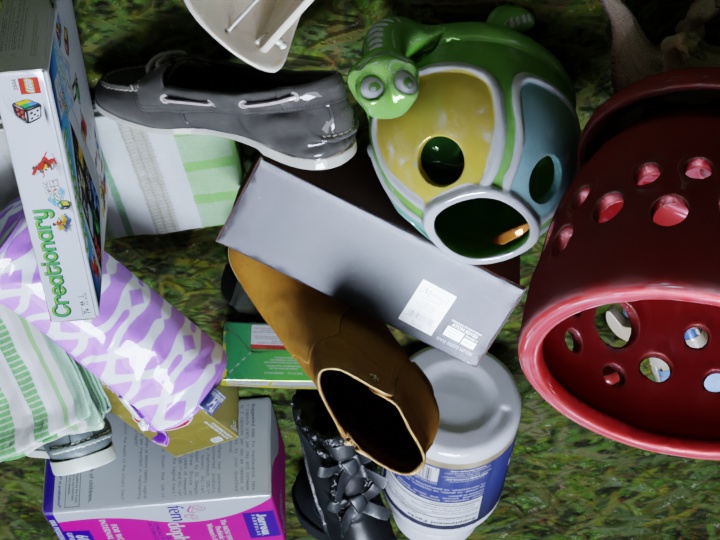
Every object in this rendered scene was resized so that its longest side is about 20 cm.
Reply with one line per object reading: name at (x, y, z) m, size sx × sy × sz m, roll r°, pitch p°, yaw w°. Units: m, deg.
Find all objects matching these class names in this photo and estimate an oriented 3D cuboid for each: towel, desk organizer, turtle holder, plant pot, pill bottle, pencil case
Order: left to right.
towel at (-0.273, 0.069, 1.277) m, size 0.023 × 0.153 × 0.200 m, roll -28°, pitch -177°, yaw -41°
pencil case at (-0.186, 0.034, 1.178) m, size 0.200 × 0.086 × 0.084 m, roll 42°, pitch 172°, yaw -19°
towel at (-0.181, -0.073, 1.185) m, size 0.199 × 0.031 × 0.149 m, roll -6°, pitch 147°, yaw 2°
desk organizer at (0.010, -0.021, 1.156) m, size 0.199 × 0.077 × 0.072 m, roll 26°, pitch 117°, yaw -8°
pill bottle at (0.073, 0.159, 1.450) m, size 0.110 × 0.111 × 0.200 m, roll 0°, pitch 145°, yaw -3°
turtle holder at (0.071, -0.090, 1.075) m, size 0.140 × 0.132 × 0.186 m, roll -5°, pitch 145°, yaw 5°
plant pot at (0.205, -0.007, 1.020) m, size 0.199 × 0.183 × 0.201 m, roll 9°, pitch 148°, yaw 6°

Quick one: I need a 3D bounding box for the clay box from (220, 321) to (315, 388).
clay box at (-0.053, 0.068, 1.317) m, size 0.114 × 0.048 × 0.200 m, roll 2°, pitch 176°, yaw -5°

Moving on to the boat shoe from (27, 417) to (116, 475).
boat shoe at (-0.244, 0.119, 1.378) m, size 0.073 × 0.062 × 0.200 m, roll -17°, pitch -171°, yaw -17°

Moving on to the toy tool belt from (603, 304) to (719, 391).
toy tool belt at (0.254, 0.036, 1.302) m, size 0.199 × 0.125 × 0.123 m, roll -17°, pitch 111°, yaw 16°

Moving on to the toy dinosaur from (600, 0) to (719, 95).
toy dinosaur at (0.220, -0.114, 1.097) m, size 0.199 × 0.086 × 0.136 m, roll 19°, pitch 147°, yaw -18°

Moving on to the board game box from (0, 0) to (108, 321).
board game box at (-0.190, -0.083, 1.046) m, size 0.034 × 0.127 × 0.201 m, roll -4°, pitch 134°, yaw -1°

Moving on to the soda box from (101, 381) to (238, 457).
soda box at (-0.180, 0.077, 1.360) m, size 0.067 × 0.064 × 0.200 m, roll -19°, pitch 141°, yaw 23°

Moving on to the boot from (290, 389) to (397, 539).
boot at (-0.025, 0.168, 1.463) m, size 0.073 × 0.198 × 0.163 m, roll -22°, pitch 117°, yaw -11°

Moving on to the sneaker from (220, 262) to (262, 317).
sneaker at (0.000, 0.000, 1.266) m, size 0.199 × 0.075 × 0.087 m, roll -11°, pitch 152°, yaw 26°

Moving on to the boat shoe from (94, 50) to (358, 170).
boat shoe at (-0.087, -0.115, 1.059) m, size 0.199 × 0.067 × 0.057 m, roll 16°, pitch 125°, yaw 30°

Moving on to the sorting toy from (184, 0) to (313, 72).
sorting toy at (-0.061, -0.234, 0.903) m, size 0.180 × 0.107 × 0.200 m, roll 27°, pitch 137°, yaw -24°

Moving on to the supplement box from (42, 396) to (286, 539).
supplement box at (-0.169, 0.185, 1.485) m, size 0.199 × 0.104 × 0.101 m, roll -6°, pitch 144°, yaw 3°

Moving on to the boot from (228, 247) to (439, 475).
boot at (-0.021, 0.048, 1.144) m, size 0.201 × 0.144 × 0.071 m, roll 45°, pitch 101°, yaw -2°
